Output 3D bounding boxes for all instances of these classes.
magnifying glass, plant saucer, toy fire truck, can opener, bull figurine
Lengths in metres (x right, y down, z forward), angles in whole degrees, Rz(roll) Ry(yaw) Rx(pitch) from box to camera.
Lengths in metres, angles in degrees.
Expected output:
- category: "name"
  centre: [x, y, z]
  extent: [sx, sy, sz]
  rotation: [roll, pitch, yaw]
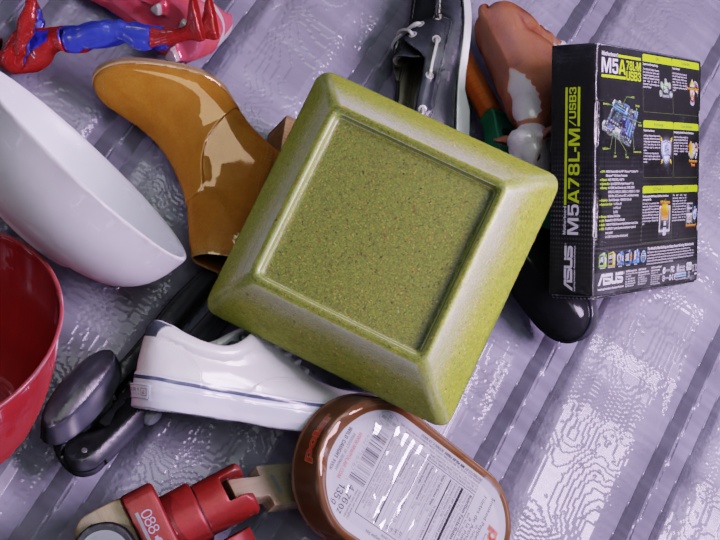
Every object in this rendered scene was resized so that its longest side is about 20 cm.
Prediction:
- category: "magnifying glass"
  centre: [0.122, -0.117, 1.062]
  extent: [0.079, 0.022, 0.201]
  rotation: [9, 44, -43]
- category: "plant saucer"
  centre: [0.014, -0.023, 0.885]
  extent: [0.198, 0.048, 0.202]
  rotation: [25, 83, 8]
- category: "toy fire truck"
  centre: [-0.084, 0.218, 0.890]
  extent: [0.199, 0.129, 0.177]
  rotation: [-27, 82, -12]
- category: "can opener"
  centre: [-0.156, 0.074, 0.935]
  extent: [0.063, 0.079, 0.200]
  rotation: [41, 57, 8]
- category: "bull figurine"
  centre: [0.153, -0.147, 1.056]
  extent: [0.121, 0.065, 0.202]
  rotation: [25, 42, -41]

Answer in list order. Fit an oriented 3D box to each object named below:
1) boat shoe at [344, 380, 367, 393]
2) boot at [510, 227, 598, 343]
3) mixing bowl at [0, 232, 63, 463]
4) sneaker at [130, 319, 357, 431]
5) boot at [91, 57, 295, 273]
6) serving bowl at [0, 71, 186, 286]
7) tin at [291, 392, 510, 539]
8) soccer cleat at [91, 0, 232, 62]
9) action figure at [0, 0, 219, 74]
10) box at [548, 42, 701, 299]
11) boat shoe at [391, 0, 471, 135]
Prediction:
- category: "boat shoe"
  centre: [0.000, 0.000, 1.000]
  extent: [0.072, 0.061, 0.202]
  rotation: [4, 72, -45]
- category: "boot"
  centre: [0.087, -0.006, 0.984]
  extent: [0.199, 0.066, 0.166]
  rotation: [-5, 59, -50]
- category: "mixing bowl"
  centre: [-0.292, 0.075, 0.848]
  extent: [0.198, 0.109, 0.201]
  rotation: [-1, 43, 1]
- category: "sneaker"
  centre: [-0.073, 0.079, 0.926]
  extent: [0.198, 0.073, 0.072]
  rotation: [13, 83, -35]
- category: "boot"
  centre: [-0.125, -0.075, 0.979]
  extent: [0.199, 0.071, 0.145]
  rotation: [18, 58, -19]
- category: "serving bowl"
  centre: [-0.219, -0.056, 0.899]
  extent: [0.066, 0.200, 0.200]
  rotation: [-45, 89, 2]
- category: "tin"
  centre: [0.035, 0.173, 0.932]
  extent: [0.200, 0.042, 0.113]
  rotation: [39, 72, -27]
- category: "soccer cleat"
  centre: [-0.193, -0.247, 1.034]
  extent: [0.200, 0.067, 0.076]
  rotation: [40, 33, 6]
- category: "action figure"
  centre: [-0.218, -0.207, 0.969]
  extent: [0.198, 0.065, 0.100]
  rotation: [-10, 98, 12]
- category: "box"
  centre: [0.219, -0.081, 1.018]
  extent: [0.199, 0.047, 0.196]
  rotation: [-7, 96, -52]
- category: "boat shoe"
  centre: [0.056, -0.178, 1.070]
  extent: [0.060, 0.076, 0.202]
  rotation: [5, 71, -21]
